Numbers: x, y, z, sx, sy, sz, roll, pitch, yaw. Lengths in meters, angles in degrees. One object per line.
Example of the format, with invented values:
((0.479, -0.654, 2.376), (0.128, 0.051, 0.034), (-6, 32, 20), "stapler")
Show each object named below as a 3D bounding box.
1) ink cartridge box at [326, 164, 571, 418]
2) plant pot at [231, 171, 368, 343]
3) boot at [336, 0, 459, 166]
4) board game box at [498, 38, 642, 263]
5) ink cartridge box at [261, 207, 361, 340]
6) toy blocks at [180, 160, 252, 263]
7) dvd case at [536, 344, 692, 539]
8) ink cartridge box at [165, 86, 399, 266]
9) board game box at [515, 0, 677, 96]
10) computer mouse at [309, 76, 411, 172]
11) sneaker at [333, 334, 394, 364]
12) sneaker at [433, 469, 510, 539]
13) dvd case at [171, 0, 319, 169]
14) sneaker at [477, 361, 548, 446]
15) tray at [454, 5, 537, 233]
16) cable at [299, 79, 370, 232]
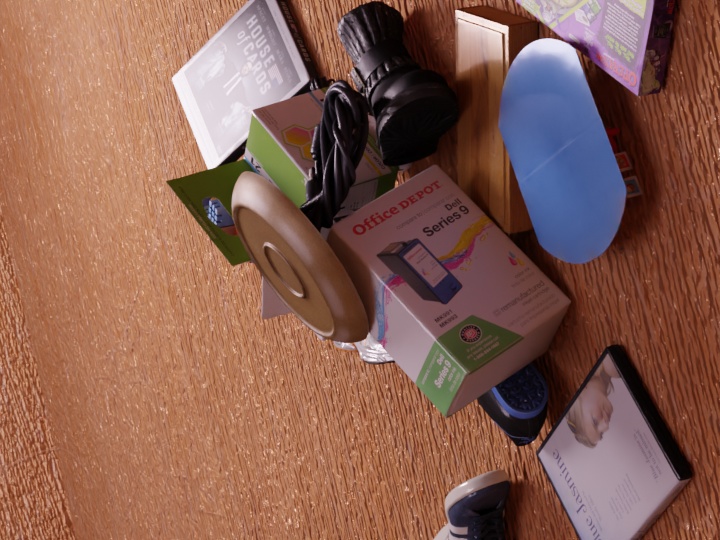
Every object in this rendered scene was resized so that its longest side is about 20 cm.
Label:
((0.077, 0.016, 1.600), (0.200, 0.145, 0.088), (47, 147, 21), "ink cartridge box")
((-0.065, -0.006, 1.616), (0.200, 0.027, 0.200), (48, 164, 19), "plant pot")
((0.033, -0.204, 1.687), (0.211, 0.079, 0.159), (124, 133, -76), "boot")
((0.191, -0.107, 1.489), (0.158, 0.039, 0.201), (-42, 63, 62), "board game box")
((0.000, 0.000, 1.751), (0.068, 0.199, 0.116), (45, 140, 50), "ink cartridge box")
((-0.136, -0.075, 2.082), (0.200, 0.136, 0.100), (50, 143, 45), "toy blocks")
((0.231, 0.180, 1.558), (0.143, 0.017, 0.200), (63, 152, 27), "dvd case")
((-0.083, -0.101, 1.780), (0.148, 0.199, 0.076), (50, 144, 30), "ink cartridge box")
((0.199, -0.245, 1.423), (0.200, 0.032, 0.120), (50, 139, 47), "board game box")
((-0.004, -0.155, 1.876), (0.200, 0.044, 0.110), (23, 120, 61), "computer mouse")
((0.021, 0.051, 1.886), (0.200, 0.075, 0.092), (12, 107, 62), "sneaker")
((0.129, 0.283, 1.762), (0.200, 0.075, 0.085), (98, 151, -56), "sneaker")
((-0.143, -0.234, 2.057), (0.200, 0.025, 0.151), (-40, 62, 33), "dvd case")
((0.128, 0.085, 1.675), (0.078, 0.070, 0.200), (91, 160, -52), "sneaker")
((0.129, -0.146, 1.607), (0.099, 0.037, 0.201), (32, 129, 57), "tray")
((-0.034, -0.100, 1.618), (0.200, 0.051, 0.164), (-164, 94, -82), "cable")
